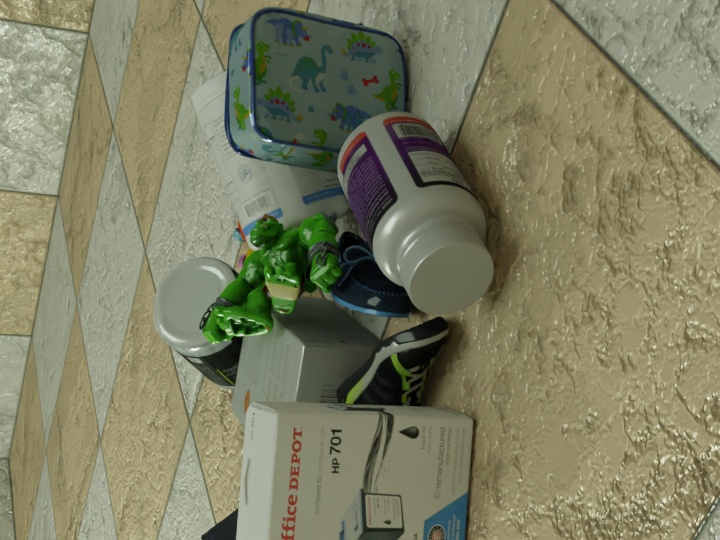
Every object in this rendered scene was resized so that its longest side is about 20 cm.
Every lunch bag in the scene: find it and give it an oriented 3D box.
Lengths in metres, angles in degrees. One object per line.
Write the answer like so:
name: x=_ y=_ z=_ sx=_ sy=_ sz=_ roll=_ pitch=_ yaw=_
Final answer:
lunch bag: x=-0.045 y=-0.191 z=1.273 sx=0.082 sy=0.198 sz=0.163 roll=-19 pitch=70 yaw=56

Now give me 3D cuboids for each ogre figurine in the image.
ogre figurine: x=-0.090 y=0.004 z=1.308 sx=0.200 sy=0.097 sz=0.120 roll=-52 pitch=14 yaw=41

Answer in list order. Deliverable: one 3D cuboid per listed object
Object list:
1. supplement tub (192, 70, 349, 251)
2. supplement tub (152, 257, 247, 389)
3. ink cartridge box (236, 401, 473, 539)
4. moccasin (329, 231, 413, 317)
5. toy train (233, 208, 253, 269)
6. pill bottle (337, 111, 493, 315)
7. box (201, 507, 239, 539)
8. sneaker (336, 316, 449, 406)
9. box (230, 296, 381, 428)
supplement tub: x=-0.106 y=-0.136 z=1.412 sx=0.132 sy=0.131 sz=0.202 roll=-28 pitch=83 yaw=62
supplement tub: x=-0.172 y=0.076 z=1.513 sx=0.200 sy=0.121 sz=0.124 roll=57 pitch=-158 yaw=-60
ink cartridge box: x=-0.005 y=0.201 z=1.104 sx=0.086 sy=0.198 sz=0.148 roll=-178 pitch=93 yaw=-66
moccasin: x=0.000 y=0.000 z=1.284 sx=0.200 sy=0.080 sz=0.069 roll=32 pitch=110 yaw=63
toy train: x=-0.153 y=0.003 z=1.669 sx=0.150 sy=0.055 sz=0.202 roll=-125 pitch=49 yaw=-58
pill bottle: x=0.054 y=-0.053 z=1.129 sx=0.201 sy=0.110 sz=0.112 roll=-113 pitch=36 yaw=-48
box: x=-0.073 y=0.320 z=1.286 sx=0.200 sy=0.104 sz=0.149 roll=-39 pitch=46 yaw=34
sneaker: x=0.046 y=0.117 z=1.200 sx=0.083 sy=0.071 sz=0.200 roll=60 pitch=146 yaw=15
box: x=-0.063 y=0.127 z=1.367 sx=0.200 sy=0.105 sz=0.154 roll=-143 pitch=61 yaw=-63
